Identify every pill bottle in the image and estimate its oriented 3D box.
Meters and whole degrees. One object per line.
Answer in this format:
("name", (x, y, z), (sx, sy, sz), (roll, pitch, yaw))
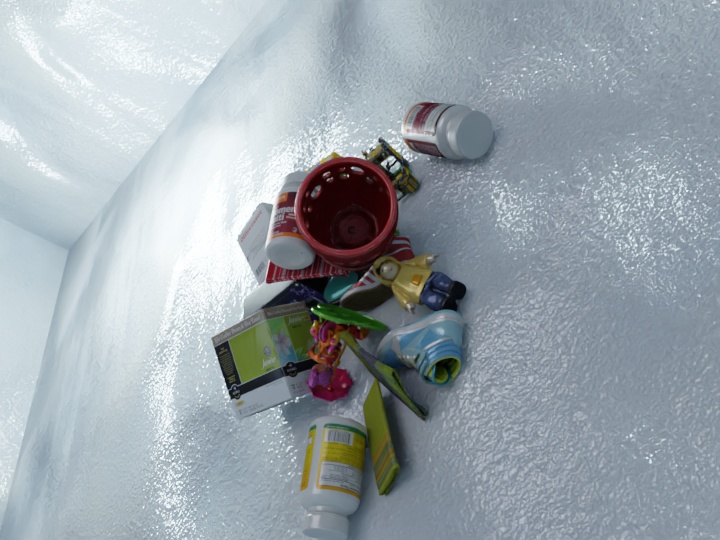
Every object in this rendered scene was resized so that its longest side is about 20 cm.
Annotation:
("pill bottle", (-0.141, -0.112, 1.577), (0.109, 0.109, 0.201), (-27, 44, 40))
("pill bottle", (-0.052, 0.381, 1.324), (0.112, 0.112, 0.202), (-26, 45, 41))
("pill bottle", (0.184, -0.298, 1.538), (0.115, 0.114, 0.200), (-60, 33, -2))

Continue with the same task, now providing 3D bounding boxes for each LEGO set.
("LEGO set", (0.028, -0.210, 1.663), (0.199, 0.116, 0.155), (-33, 37, 29))

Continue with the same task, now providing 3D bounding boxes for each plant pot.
("plant pot", (-0.018, -0.101, 1.440), (0.198, 0.183, 0.202), (-2, 75, 7))

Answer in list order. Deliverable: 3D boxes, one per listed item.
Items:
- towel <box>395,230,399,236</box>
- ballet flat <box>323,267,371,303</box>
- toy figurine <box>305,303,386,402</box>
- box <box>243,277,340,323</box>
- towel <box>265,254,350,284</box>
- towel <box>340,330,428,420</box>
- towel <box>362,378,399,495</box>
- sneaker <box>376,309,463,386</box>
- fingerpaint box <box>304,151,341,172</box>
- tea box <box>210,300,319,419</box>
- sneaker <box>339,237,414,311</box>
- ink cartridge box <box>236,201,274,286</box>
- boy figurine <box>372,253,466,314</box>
("towel", (-0.024, -0.110, 1.642), (0.199, 0.149, 0.031), (-10, 44, 50))
("ballet flat", (0.000, 0.000, 1.598), (0.201, 0.072, 0.072), (-52, 33, 13))
("toy figurine", (-0.056, 0.176, 1.454), (0.149, 0.200, 0.186), (20, 94, 27))
("box", (-0.162, 0.073, 1.694), (0.200, 0.141, 0.079), (-37, 38, 32))
("towel", (-0.112, -0.036, 1.603), (0.198, 0.023, 0.146), (-6, 50, 13))
("towel", (0.041, 0.188, 1.328), (0.023, 0.144, 0.200), (-42, 31, -9))
("towel", (0.037, 0.303, 1.324), (0.201, 0.018, 0.086), (-103, 28, -48))
("sneaker", (0.104, 0.164, 1.314), (0.199, 0.079, 0.131), (-34, 39, 36))
("fingerpaint box", (-0.118, -0.194, 1.909), (0.199, 0.073, 0.168), (-25, 47, 42))
("tea box", (-0.197, 0.196, 1.578), (0.199, 0.133, 0.198), (-26, 80, 40))
("sneaker", (0.035, 0.003, 1.542), (0.199, 0.071, 0.113), (-30, 46, 27))
("ink cartridge box", (-0.221, -0.054, 1.852), (0.146, 0.084, 0.201), (-50, 54, 30))
("boy figurine", (0.109, 0.018, 1.392), (0.199, 0.064, 0.125), (27, 86, 38))
